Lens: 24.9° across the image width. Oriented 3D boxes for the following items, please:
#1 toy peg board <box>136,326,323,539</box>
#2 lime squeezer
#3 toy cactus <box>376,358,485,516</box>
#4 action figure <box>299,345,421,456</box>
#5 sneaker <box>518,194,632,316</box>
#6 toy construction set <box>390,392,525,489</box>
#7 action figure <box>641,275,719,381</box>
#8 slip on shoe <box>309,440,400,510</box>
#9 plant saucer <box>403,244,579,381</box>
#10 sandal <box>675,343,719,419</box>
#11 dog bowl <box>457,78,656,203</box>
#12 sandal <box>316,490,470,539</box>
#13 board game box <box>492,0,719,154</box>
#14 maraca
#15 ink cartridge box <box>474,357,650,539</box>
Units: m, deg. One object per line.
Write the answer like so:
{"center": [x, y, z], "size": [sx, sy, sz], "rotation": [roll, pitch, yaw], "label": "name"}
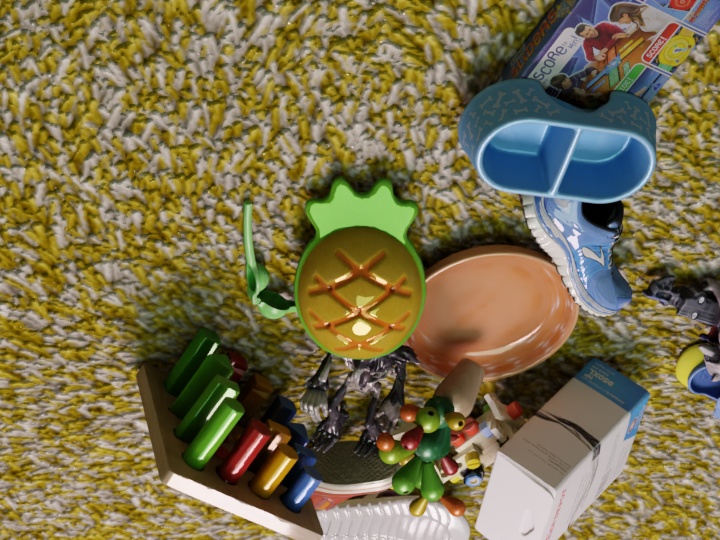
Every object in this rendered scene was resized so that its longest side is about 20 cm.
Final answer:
{"center": [-0.120, 0.167, 1.743], "size": [0.198, 0.200, 0.098], "rotation": [28, 110, -28], "label": "toy peg board"}
{"center": [-0.089, 0.011, 1.698], "size": [0.070, 0.038, 0.200], "rotation": [-26, 132, 16], "label": "lime squeezer"}
{"center": [0.089, 0.171, 1.749], "size": [0.102, 0.166, 0.200], "rotation": [23, 156, 23], "label": "toy cactus"}
{"center": [0.000, 0.133, 1.778], "size": [0.118, 0.103, 0.201], "rotation": [14, 140, 5], "label": "action figure"}
{"center": [0.242, -0.028, 1.686], "size": [0.089, 0.079, 0.200], "rotation": [-24, 133, 18], "label": "sneaker"}
{"center": [0.115, 0.194, 1.881], "size": [0.199, 0.093, 0.131], "rotation": [-27, 133, 31], "label": "toy construction set"}
{"center": [0.414, 0.039, 1.764], "size": [0.198, 0.105, 0.195], "rotation": [8, 122, -21], "label": "action figure"}
{"center": [-0.037, 0.244, 1.888], "size": [0.199, 0.074, 0.061], "rotation": [-13, 127, 29], "label": "slip on shoe"}
{"center": [0.136, 0.042, 1.765], "size": [0.198, 0.038, 0.201], "rotation": [-5, 136, -4], "label": "plant saucer"}
{"center": [0.467, 0.131, 1.873], "size": [0.198, 0.087, 0.080], "rotation": [-7, 133, -5], "label": "sandal"}
{"center": [0.193, -0.118, 1.558], "size": [0.198, 0.050, 0.112], "rotation": [7, 133, -13], "label": "dog bowl"}
{"center": [0.035, 0.300, 1.998], "size": [0.201, 0.050, 0.083], "rotation": [3, 120, 6], "label": "sandal"}
{"center": [0.233, -0.210, 1.534], "size": [0.134, 0.035, 0.200], "rotation": [20, 128, -25], "label": "board game box"}
{"center": [0.000, 0.000, 1.659], "size": [0.136, 0.107, 0.202], "rotation": [0, 114, -3], "label": "maraca"}
{"center": [0.228, 0.216, 1.840], "size": [0.200, 0.084, 0.145], "rotation": [-38, 151, -38], "label": "ink cartridge box"}
